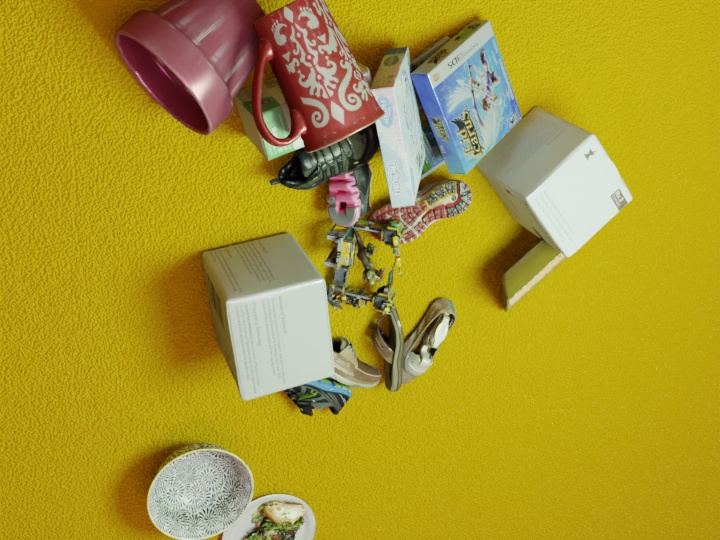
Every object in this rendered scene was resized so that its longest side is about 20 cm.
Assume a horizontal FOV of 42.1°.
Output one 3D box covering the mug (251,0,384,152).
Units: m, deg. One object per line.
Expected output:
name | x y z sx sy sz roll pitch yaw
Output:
mug | -0.075 -0.282 1.348 0.177 0.133 0.201 -41 110 -48

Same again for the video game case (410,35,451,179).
video game case | 0.122 -0.282 1.662 0.182 0.022 0.201 -35 122 -4

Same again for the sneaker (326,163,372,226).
sneaker | -0.014 -0.181 1.634 0.095 0.079 0.202 -19 114 -54

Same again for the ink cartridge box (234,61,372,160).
ink cartridge box | -0.087 -0.267 1.510 0.199 0.146 0.085 -22 119 -11

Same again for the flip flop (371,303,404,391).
flip flop | 0.048 0.142 1.797 0.057 0.081 0.201 -3 116 -8

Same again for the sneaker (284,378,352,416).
sneaker | -0.108 0.233 1.776 0.199 0.071 0.083 19 99 -31

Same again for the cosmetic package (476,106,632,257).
cosmetic package | 0.349 -0.164 1.704 0.165 0.200 0.165 -42 121 1

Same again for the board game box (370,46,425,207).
board game box | 0.064 -0.237 1.534 0.043 0.199 0.201 -5 119 12

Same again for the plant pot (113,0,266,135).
plant pot | -0.236 -0.336 1.404 0.179 0.200 0.200 -47 123 -14

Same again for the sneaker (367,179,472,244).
sneaker | 0.108 -0.108 1.706 0.199 0.082 0.078 -20 105 7

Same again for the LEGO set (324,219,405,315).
LEGO set | 0.000 0.000 1.660 0.153 0.116 0.201 19 117 6

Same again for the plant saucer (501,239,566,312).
plant saucer | 0.340 -0.011 1.809 0.200 0.200 0.048 -43 79 0

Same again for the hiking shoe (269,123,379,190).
hiking shoe | -0.055 -0.183 1.542 0.199 0.101 0.076 -31 88 30

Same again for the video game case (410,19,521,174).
video game case | 0.189 -0.300 1.625 0.181 0.045 0.201 -44 124 -27

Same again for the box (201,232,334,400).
box | -0.159 0.074 1.607 0.170 0.199 0.201 -14 119 -16

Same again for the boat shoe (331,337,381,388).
boat shoe | -0.038 0.166 1.773 0.199 0.076 0.072 22 102 -30

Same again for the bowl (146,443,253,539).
bowl | -0.307 0.395 1.756 0.199 0.094 0.202 -8 116 -18

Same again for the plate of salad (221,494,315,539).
plate of salad | -0.183 0.545 1.902 0.199 0.048 0.202 -9 117 -19

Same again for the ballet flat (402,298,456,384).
ballet flat | 0.126 0.147 1.834 0.068 0.067 0.201 21 104 -24
